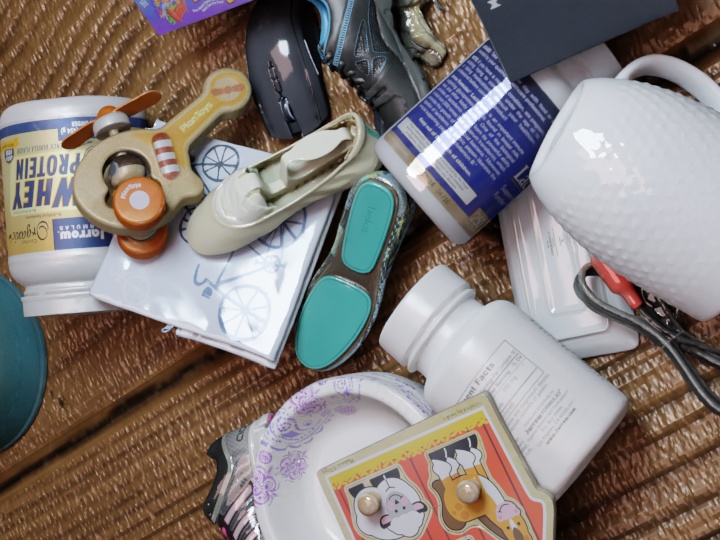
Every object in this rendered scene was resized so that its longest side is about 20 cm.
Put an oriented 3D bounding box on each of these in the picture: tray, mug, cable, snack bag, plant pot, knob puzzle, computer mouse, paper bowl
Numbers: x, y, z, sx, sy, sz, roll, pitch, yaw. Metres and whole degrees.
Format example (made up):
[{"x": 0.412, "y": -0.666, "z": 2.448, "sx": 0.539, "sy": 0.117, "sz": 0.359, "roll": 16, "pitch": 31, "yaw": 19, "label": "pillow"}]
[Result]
[{"x": 0.171, "y": -0.023, "z": 1.387, "sx": 0.106, "sy": 0.022, "sz": 0.203, "roll": -13, "pitch": 85, "yaw": 26, "label": "tray"}, {"x": 0.237, "y": -0.086, "z": 1.267, "sx": 0.174, "sy": 0.201, "sz": 0.148, "roll": 29, "pitch": 147, "yaw": -4, "label": "mug"}, {"x": 0.249, "y": 0.040, "z": 1.320, "sx": 0.096, "sy": 0.050, "sz": 0.201, "roll": -26, "pitch": 71, "yaw": -12, "label": "cable"}, {"x": -0.135, "y": -0.027, "z": 1.469, "sx": 0.198, "sy": 0.021, "sz": 0.191, "roll": 17, "pitch": 77, "yaw": 13, "label": "snack bag"}, {"x": -0.451, "y": 0.099, "z": 1.620, "sx": 0.198, "sy": 0.187, "sz": 0.203, "roll": 1, "pitch": 91, "yaw": 27, "label": "plant pot"}, {"x": 0.072, "y": 0.225, "z": 1.318, "sx": 0.217, "sy": 0.030, "sz": 0.223, "roll": 5, "pitch": 103, "yaw": 22, "label": "knob puzzle"}, {"x": -0.044, "y": -0.170, "z": 1.483, "sx": 0.139, "sy": 0.046, "sz": 0.203, "roll": -7, "pitch": 87, "yaw": 27, "label": "computer mouse"}, {"x": 0.012, "y": 0.191, "z": 1.426, "sx": 0.198, "sy": 0.104, "sz": 0.204, "roll": 0, "pitch": 90, "yaw": 27, "label": "paper bowl"}]

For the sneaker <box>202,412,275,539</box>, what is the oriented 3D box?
[{"x": -0.101, "y": 0.239, "z": 1.506, "sx": 0.087, "sy": 0.074, "sz": 0.203, "roll": -11, "pitch": 81, "yaw": 27, "label": "sneaker"}]

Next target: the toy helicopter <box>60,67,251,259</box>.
[{"x": -0.181, "y": -0.118, "z": 1.458, "sx": 0.132, "sy": 0.079, "sz": 0.200, "roll": 41, "pitch": 70, "yaw": 13, "label": "toy helicopter"}]

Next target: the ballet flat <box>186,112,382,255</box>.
[{"x": -0.074, "y": -0.080, "z": 1.425, "sx": 0.198, "sy": 0.069, "sz": 0.070, "roll": -29, "pitch": 77, "yaw": 3, "label": "ballet flat"}]

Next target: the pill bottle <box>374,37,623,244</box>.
[{"x": 0.118, "y": -0.128, "z": 1.344, "sx": 0.200, "sy": 0.116, "sz": 0.116, "roll": -42, "pitch": 72, "yaw": 5, "label": "pill bottle"}]

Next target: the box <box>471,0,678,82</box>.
[{"x": 0.149, "y": -0.277, "z": 1.284, "sx": 0.147, "sy": 0.107, "sz": 0.202, "roll": -22, "pitch": 48, "yaw": 11, "label": "box"}]

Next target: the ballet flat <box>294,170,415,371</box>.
[{"x": 0.000, "y": 0.000, "z": 1.450, "sx": 0.074, "sy": 0.074, "sz": 0.201, "roll": 37, "pitch": 117, "yaw": 22, "label": "ballet flat"}]

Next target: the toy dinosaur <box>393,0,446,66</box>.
[{"x": 0.048, "y": -0.287, "z": 1.436, "sx": 0.088, "sy": 0.047, "sz": 0.202, "roll": -25, "pitch": 76, "yaw": 32, "label": "toy dinosaur"}]

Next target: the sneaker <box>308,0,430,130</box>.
[{"x": 0.005, "y": -0.183, "z": 1.419, "sx": 0.081, "sy": 0.073, "sz": 0.202, "roll": -21, "pitch": 91, "yaw": -14, "label": "sneaker"}]

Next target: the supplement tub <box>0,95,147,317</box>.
[{"x": -0.270, "y": -0.059, "z": 1.547, "sx": 0.143, "sy": 0.144, "sz": 0.203, "roll": -5, "pitch": 88, "yaw": 27, "label": "supplement tub"}]

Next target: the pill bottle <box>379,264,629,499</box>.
[{"x": 0.117, "y": 0.092, "z": 1.352, "sx": 0.200, "sy": 0.114, "sz": 0.115, "roll": 40, "pitch": 108, "yaw": 13, "label": "pill bottle"}]

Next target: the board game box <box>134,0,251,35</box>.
[{"x": -0.097, "y": -0.296, "z": 1.449, "sx": 0.198, "sy": 0.135, "sz": 0.045, "roll": -14, "pitch": 127, "yaw": 34, "label": "board game box"}]
